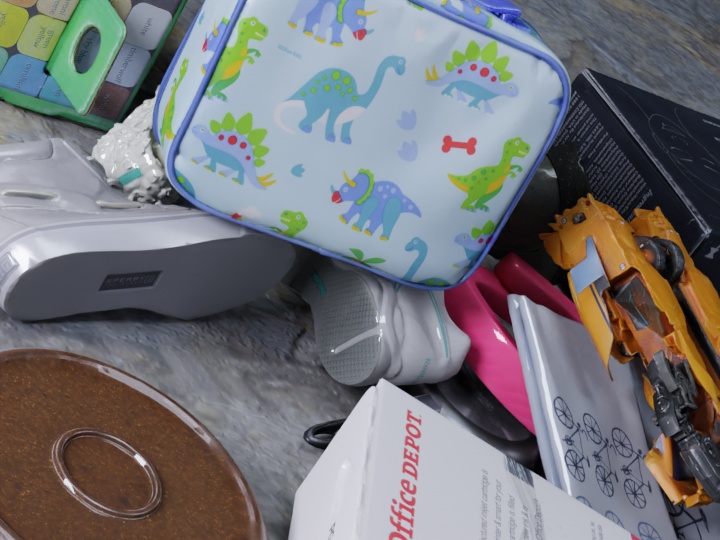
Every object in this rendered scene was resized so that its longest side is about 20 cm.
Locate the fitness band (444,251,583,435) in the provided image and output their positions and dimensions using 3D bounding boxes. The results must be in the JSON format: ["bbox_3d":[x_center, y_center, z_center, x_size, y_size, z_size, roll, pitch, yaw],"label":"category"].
[{"bbox_3d":[0.124,0.066,1.090,0.199,0.037,0.144,38,23,-24],"label":"fitness band"}]

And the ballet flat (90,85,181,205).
[{"bbox_3d":[-0.087,-0.092,1.053,0.071,0.072,0.200,36,44,4],"label":"ballet flat"}]

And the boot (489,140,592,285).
[{"bbox_3d":[0.075,-0.028,1.166,0.200,0.129,0.068,92,-16,-74],"label":"boot"}]

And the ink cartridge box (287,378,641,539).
[{"bbox_3d":[0.063,0.163,0.826,0.199,0.085,0.145,32,25,-11],"label":"ink cartridge box"}]

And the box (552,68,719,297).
[{"bbox_3d":[0.245,-0.026,1.327,0.198,0.125,0.197,15,30,-36],"label":"box"}]

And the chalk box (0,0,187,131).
[{"bbox_3d":[-0.187,-0.175,1.066,0.123,0.125,0.201,16,30,-34],"label":"chalk box"}]

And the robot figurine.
[{"bbox_3d":[0.183,0.054,1.027,0.144,0.058,0.202,6,56,-54],"label":"robot figurine"}]

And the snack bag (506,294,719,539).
[{"bbox_3d":[0.168,0.119,1.019,0.199,0.021,0.190,25,43,-40],"label":"snack bag"}]

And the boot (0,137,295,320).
[{"bbox_3d":[-0.127,-0.030,0.944,0.199,0.074,0.096,1,48,-48],"label":"boot"}]

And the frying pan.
[{"bbox_3d":[0.034,0.073,1.020,0.189,0.031,0.115,20,28,-34],"label":"frying pan"}]

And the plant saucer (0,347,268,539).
[{"bbox_3d":[-0.118,0.100,0.783,0.199,0.035,0.201,29,26,-15],"label":"plant saucer"}]

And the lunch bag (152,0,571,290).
[{"bbox_3d":[0.003,-0.090,0.940,0.198,0.162,0.083,20,21,-22],"label":"lunch bag"}]

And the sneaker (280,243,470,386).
[{"bbox_3d":[0.000,0.000,1.047,0.080,0.071,0.201,11,35,-32],"label":"sneaker"}]
